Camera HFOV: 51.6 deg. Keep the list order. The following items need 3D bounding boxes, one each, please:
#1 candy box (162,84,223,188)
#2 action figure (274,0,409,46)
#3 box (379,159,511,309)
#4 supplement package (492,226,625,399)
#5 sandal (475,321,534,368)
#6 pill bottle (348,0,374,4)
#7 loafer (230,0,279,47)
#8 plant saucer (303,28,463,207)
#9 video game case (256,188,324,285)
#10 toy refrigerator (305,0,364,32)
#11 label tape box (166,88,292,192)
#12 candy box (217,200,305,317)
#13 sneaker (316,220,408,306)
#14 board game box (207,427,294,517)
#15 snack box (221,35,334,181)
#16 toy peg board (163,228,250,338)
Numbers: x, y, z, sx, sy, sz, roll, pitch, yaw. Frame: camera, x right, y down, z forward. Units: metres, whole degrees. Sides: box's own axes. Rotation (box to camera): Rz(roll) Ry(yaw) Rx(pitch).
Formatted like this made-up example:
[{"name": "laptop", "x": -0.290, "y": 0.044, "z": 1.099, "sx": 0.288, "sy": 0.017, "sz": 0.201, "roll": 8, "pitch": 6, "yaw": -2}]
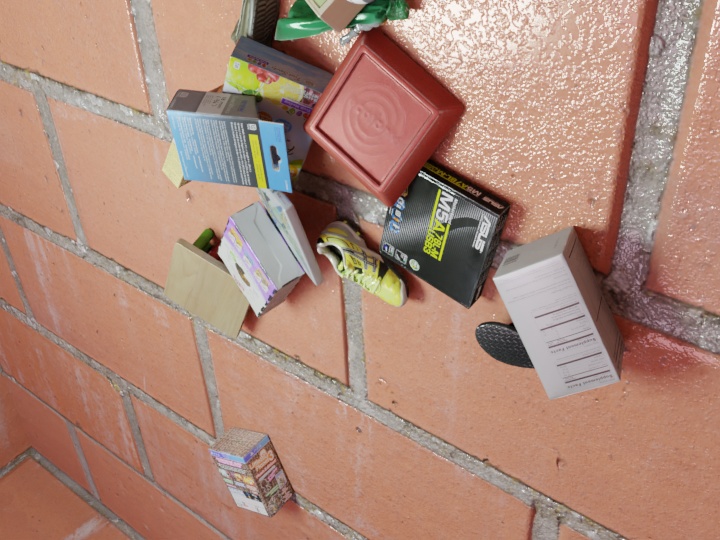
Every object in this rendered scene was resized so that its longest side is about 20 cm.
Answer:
[{"name": "candy box", "x": -0.299, "y": -0.255, "z": 1.417, "sx": 0.055, "sy": 0.115, "sz": 0.200, "roll": 45, "pitch": 140, "yaw": 5}, {"name": "action figure", "x": -0.018, "y": -0.374, "z": 1.091, "sx": 0.197, "sy": 0.120, "sz": 0.055, "roll": 6, "pitch": 149, "yaw": 30}, {"name": "box", "x": 0.129, "y": -0.065, "z": 1.204, "sx": 0.192, "sy": 0.047, "sz": 0.202, "roll": 35, "pitch": 138, "yaw": 23}, {"name": "supplement package", "x": 0.289, "y": 0.062, "z": 1.070, "sx": 0.108, "sy": 0.114, "sz": 0.202, "roll": -21, "pitch": 102, "yaw": 30}, {"name": "sandal", "x": 0.283, "y": 0.120, "z": 1.200, "sx": 0.197, "sy": 0.048, "sz": 0.077, "roll": 11, "pitch": 125, "yaw": 23}, {"name": "pill bottle", "x": 0.022, "y": -0.402, "z": 0.939, "sx": 0.105, "sy": 0.199, "sz": 0.108, "roll": 24, "pitch": 134, "yaw": 28}, {"name": "loafer", "x": -0.186, "y": -0.398, "z": 1.236, "sx": 0.069, "sy": 0.075, "sz": 0.202, "roll": 32, "pitch": 136, "yaw": 15}, {"name": "plant saucer", "x": 0.023, "y": -0.230, "z": 1.132, "sx": 0.199, "sy": 0.037, "sz": 0.201, "roll": 42, "pitch": 117, "yaw": 7}, {"name": "video game case", "x": -0.141, "y": -0.092, "z": 1.363, "sx": 0.183, "sy": 0.022, "sz": 0.202, "roll": 49, "pitch": 165, "yaw": 41}, {"name": "toy refrigerator", "x": -0.073, "y": -0.439, "z": 1.048, "sx": 0.076, "sy": 0.070, "sz": 0.201, "roll": -41, "pitch": 70, "yaw": 17}, {"name": "label tape box", "x": -0.205, "y": -0.213, "z": 1.232, "sx": 0.196, "sy": 0.064, "sz": 0.146, "roll": 8, "pitch": 139, "yaw": 9}, {"name": "candy box", "x": -0.204, "y": -0.017, "z": 1.486, "sx": 0.169, "sy": 0.071, "sz": 0.200, "roll": 56, "pitch": 155, "yaw": 6}, {"name": "sneaker", "x": 0.000, "y": 0.000, "z": 1.338, "sx": 0.199, "sy": 0.076, "sz": 0.076, "roll": 40, "pitch": 137, "yaw": 12}, {"name": "board game box", "x": -0.294, "y": 0.542, "z": 2.008, "sx": 0.158, "sy": 0.097, "sz": 0.203, "roll": -1, "pitch": 118, "yaw": 43}, {"name": "snack box", "x": -0.152, "y": -0.267, "z": 1.257, "sx": 0.166, "sy": 0.068, "sz": 0.201, "roll": 20, "pitch": 139, "yaw": -7}, {"name": "toy peg board", "x": -0.322, "y": 0.018, "z": 1.676, "sx": 0.197, "sy": 0.098, "sz": 0.201, "roll": 31, "pitch": 138, "yaw": 1}]
